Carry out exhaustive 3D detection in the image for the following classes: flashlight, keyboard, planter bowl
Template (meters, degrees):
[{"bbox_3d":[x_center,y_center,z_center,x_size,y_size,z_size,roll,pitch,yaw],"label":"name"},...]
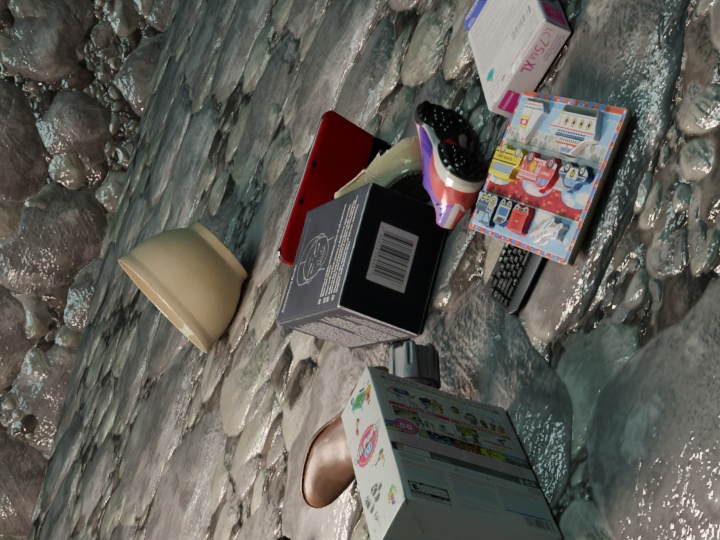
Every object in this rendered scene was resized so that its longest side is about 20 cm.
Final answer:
[{"bbox_3d":[0.052,0.168,1.423,0.068,0.068,0.201,-24,59,47],"label":"flashlight"},{"bbox_3d":[0.168,-0.064,1.467,0.201,0.020,0.127,-66,20,9],"label":"keyboard"},{"bbox_3d":[-0.262,0.011,2.329,0.135,0.200,0.200,-44,17,-10],"label":"planter bowl"}]

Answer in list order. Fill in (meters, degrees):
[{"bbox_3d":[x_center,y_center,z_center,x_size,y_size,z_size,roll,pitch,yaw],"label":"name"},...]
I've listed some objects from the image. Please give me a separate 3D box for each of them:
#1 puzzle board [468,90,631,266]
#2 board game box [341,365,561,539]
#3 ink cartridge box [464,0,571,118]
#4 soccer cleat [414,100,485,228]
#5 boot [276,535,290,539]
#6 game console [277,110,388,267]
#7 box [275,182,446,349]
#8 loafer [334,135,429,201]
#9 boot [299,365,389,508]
[{"bbox_3d":[0.175,-0.095,1.434,0.200,0.017,0.152,27,97,64],"label":"puzzle board"},{"bbox_3d":[0.073,0.177,1.293,0.065,0.147,0.200,-63,20,23],"label":"board game box"},{"bbox_3d":[0.169,-0.268,1.635,0.120,0.042,0.201,-58,25,30],"label":"ink cartridge box"},{"bbox_3d":[0.090,-0.124,1.673,0.200,0.068,0.074,-104,32,-56],"label":"soccer cleat"},{"bbox_3d":[-0.089,0.364,1.662,0.199,0.073,0.163,-60,18,28],"label":"boot"},{"bbox_3d":[-0.053,-0.091,1.936,0.172,0.118,0.201,3,73,69],"label":"game console"},{"bbox_3d":[0.000,0.000,1.722,0.200,0.106,0.149,-16,56,65],"label":"box"},{"bbox_3d":[0.033,-0.102,1.795,0.200,0.075,0.069,-26,44,50],"label":"loafer"},{"bbox_3d":[0.009,0.214,1.561,0.187,0.064,0.200,-63,25,13],"label":"boot"}]
